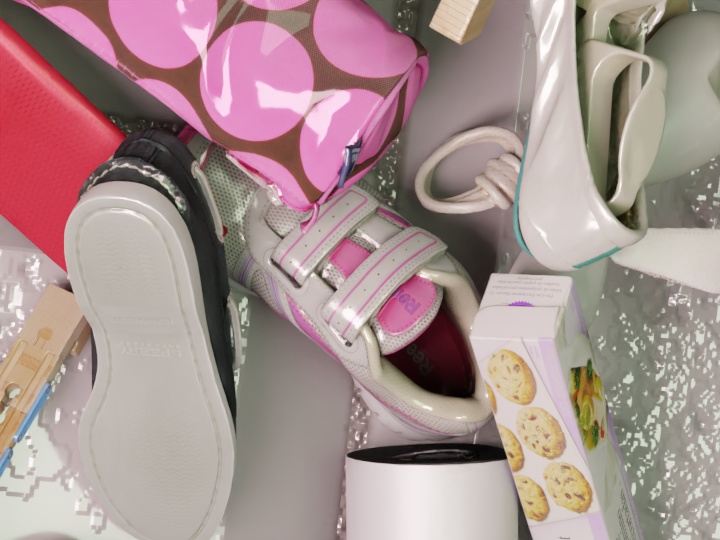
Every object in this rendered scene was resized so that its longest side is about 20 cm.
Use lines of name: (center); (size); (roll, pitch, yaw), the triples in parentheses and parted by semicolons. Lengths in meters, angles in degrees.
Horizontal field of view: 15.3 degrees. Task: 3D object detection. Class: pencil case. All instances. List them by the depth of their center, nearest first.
pencil case: (-0.071, -0.109, 1.143); (0.199, 0.091, 0.094); (37, 103, 3)

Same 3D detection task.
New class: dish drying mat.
dish drying mat: (-0.151, -0.064, 1.153); (0.200, 0.077, 0.018); (44, 38, -17)

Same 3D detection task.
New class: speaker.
speaker: (0.033, 0.179, 1.223); (0.081, 0.081, 0.202); (-2, 94, -20)

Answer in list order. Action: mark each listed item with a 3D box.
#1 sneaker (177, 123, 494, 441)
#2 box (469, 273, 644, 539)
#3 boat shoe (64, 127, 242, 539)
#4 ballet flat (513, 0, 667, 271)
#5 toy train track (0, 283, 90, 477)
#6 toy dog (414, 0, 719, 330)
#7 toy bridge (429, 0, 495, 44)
sneaker: (0.000, 0.000, 1.197); (0.200, 0.088, 0.082); (41, 79, -17)
box: (0.092, 0.083, 1.205); (0.201, 0.041, 0.039); (72, 30, -43)
boat shoe: (-0.083, 0.033, 1.156); (0.075, 0.061, 0.201); (10, 129, 10)
ballet flat: (0.107, -0.100, 1.155); (0.069, 0.069, 0.202); (7, 81, -20)
toy train track: (-0.170, 0.100, 1.162); (0.114, 0.033, 0.201); (22, 72, 20)
toy dog: (0.135, -0.044, 1.243); (0.200, 0.132, 0.096); (-41, 137, -6)
toy bridge: (-0.021, -0.175, 1.145); (0.199, 0.027, 0.068); (33, 114, 16)
